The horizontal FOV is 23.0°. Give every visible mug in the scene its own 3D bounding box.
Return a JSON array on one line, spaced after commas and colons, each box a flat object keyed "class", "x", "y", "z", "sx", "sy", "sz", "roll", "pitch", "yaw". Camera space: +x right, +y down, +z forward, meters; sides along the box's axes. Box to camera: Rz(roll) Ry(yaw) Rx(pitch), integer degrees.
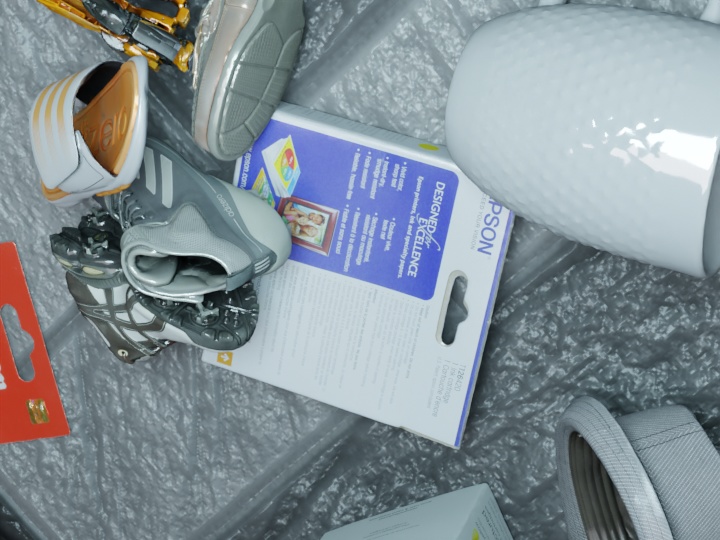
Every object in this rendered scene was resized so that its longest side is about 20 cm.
[{"class": "mug", "x": 0.156, "y": -0.113, "z": 1.082, "sx": 0.174, "sy": 0.148, "sz": 0.201, "roll": 16, "pitch": 83, "yaw": 21}]

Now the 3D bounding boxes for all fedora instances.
[{"class": "fedora", "x": 0.199, "y": 0.163, "z": 1.162, "sx": 0.090, "sy": 0.177, "sz": 0.201, "roll": -19, "pitch": 126, "yaw": -10}]

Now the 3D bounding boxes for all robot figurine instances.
[{"class": "robot figurine", "x": -0.190, "y": -0.195, "z": 1.158, "sx": 0.199, "sy": 0.145, "sz": 0.058, "roll": 30, "pitch": 92, "yaw": -7}]

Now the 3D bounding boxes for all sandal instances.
[{"class": "sandal", "x": -0.194, "y": -0.084, "z": 1.168, "sx": 0.206, "sy": 0.059, "sz": 0.080, "roll": -25, "pitch": 62, "yaw": 60}]

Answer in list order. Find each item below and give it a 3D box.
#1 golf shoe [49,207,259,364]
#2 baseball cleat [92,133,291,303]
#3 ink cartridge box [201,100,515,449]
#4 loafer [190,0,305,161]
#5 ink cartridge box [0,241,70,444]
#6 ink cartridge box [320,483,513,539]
[{"class": "golf shoe", "x": -0.136, "y": 0.027, "z": 1.236, "sx": 0.199, "sy": 0.077, "sz": 0.095, "roll": 28, "pitch": 134, "yaw": 44}, {"class": "baseball cleat", "x": -0.141, "y": -0.039, "z": 1.186, "sx": 0.199, "sy": 0.106, "sz": 0.070, "roll": 20, "pitch": 127, "yaw": 36}, {"class": "ink cartridge box", "x": 0.000, "y": 0.000, "z": 1.217, "sx": 0.199, "sy": 0.047, "sz": 0.199, "roll": 17, "pitch": 111, "yaw": 12}, {"class": "loafer", "x": -0.073, "y": -0.174, "z": 1.162, "sx": 0.063, "sy": 0.072, "sz": 0.201, "roll": 23, "pitch": 96, "yaw": 28}, {"class": "ink cartridge box", "x": -0.338, "y": 0.072, "z": 1.356, "sx": 0.199, "sy": 0.057, "sz": 0.164, "roll": -8, "pitch": 105, "yaw": 26}, {"class": "ink cartridge box", "x": 0.030, "y": 0.266, "z": 1.210, "sx": 0.144, "sy": 0.200, "sz": 0.146, "roll": -20, "pitch": 101, "yaw": 24}]
